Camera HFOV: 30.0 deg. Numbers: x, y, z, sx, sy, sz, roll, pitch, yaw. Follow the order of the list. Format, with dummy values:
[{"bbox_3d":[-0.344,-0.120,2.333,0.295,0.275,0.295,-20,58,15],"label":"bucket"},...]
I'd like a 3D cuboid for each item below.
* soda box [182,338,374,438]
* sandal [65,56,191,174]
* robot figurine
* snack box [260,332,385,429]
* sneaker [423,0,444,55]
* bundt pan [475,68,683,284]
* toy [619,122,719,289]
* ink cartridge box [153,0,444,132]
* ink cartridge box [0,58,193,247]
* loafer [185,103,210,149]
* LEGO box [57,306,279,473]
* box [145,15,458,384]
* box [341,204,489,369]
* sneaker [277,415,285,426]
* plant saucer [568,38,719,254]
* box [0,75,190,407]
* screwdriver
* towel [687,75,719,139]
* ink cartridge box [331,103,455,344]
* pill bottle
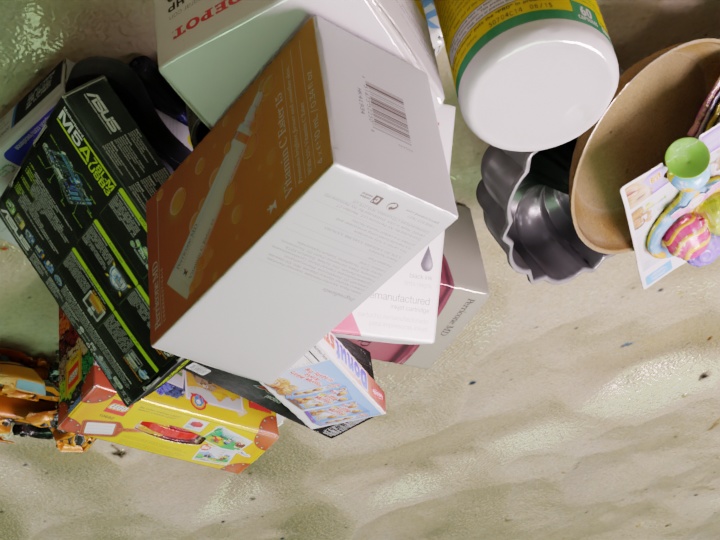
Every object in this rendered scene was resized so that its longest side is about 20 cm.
[{"bbox_3d":[-0.071,0.078,1.185,0.063,0.071,0.199,-31,138,27],"label":"soda box"},{"bbox_3d":[-0.170,-0.083,1.052,0.075,0.043,0.201,-7,142,25],"label":"sandal"},{"bbox_3d":[-0.341,0.136,1.378,0.198,0.059,0.145,15,136,-28],"label":"robot figurine"},{"bbox_3d":[-0.043,0.081,1.088,0.071,0.025,0.200,-14,151,14],"label":"snack box"},{"bbox_3d":[0.021,-0.160,1.045,0.199,0.073,0.072,-32,174,-16],"label":"sneaker"},{"bbox_3d":[0.181,-0.091,1.166,0.200,0.076,0.203,-24,136,-25],"label":"bundt pan"},{"bbox_3d":[0.286,-0.043,1.133,0.115,0.047,0.200,-33,148,1],"label":"toy"},{"bbox_3d":[-0.048,-0.194,0.927,0.146,0.202,0.145,-25,140,17],"label":"ink cartridge box"},{"bbox_3d":[-0.224,-0.071,1.144,0.199,0.047,0.197,27,133,-37],"label":"ink cartridge box"},{"bbox_3d":[-0.097,-0.107,1.028,0.070,0.201,0.070,-38,134,6],"label":"loafer"},{"bbox_3d":[-0.186,0.094,1.290,0.199,0.150,0.077,20,133,-33],"label":"LEGO box"},{"bbox_3d":[-0.045,-0.039,0.857,0.097,0.125,0.200,21,133,-33],"label":"box"},{"bbox_3d":[0.000,0.000,1.249,0.198,0.110,0.128,12,137,-25],"label":"box"},{"bbox_3d":[-0.095,0.110,1.406,0.199,0.077,0.080,-35,124,21],"label":"sneaker"},{"bbox_3d":[0.241,-0.108,1.119,0.199,0.035,0.202,-23,135,-25],"label":"plant saucer"},{"bbox_3d":[-0.185,-0.015,1.019,0.047,0.201,0.193,-32,176,-39],"label":"box"},{"bbox_3d":[-0.138,-0.114,1.147,0.029,0.028,0.200,6,152,30],"label":"screwdriver"},{"bbox_3d":[0.359,-0.172,1.121,0.143,0.023,0.201,9,116,-44],"label":"towel"},{"bbox_3d":[-0.009,-0.046,1.110,0.145,0.203,0.083,7,175,-21],"label":"ink cartridge box"},{"bbox_3d":[0.109,-0.194,0.963,0.111,0.202,0.113,-6,142,-5],"label":"pill bottle"}]
